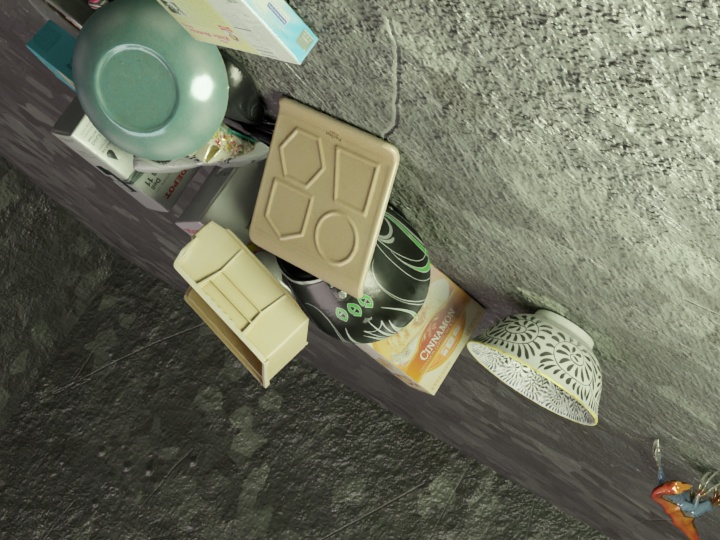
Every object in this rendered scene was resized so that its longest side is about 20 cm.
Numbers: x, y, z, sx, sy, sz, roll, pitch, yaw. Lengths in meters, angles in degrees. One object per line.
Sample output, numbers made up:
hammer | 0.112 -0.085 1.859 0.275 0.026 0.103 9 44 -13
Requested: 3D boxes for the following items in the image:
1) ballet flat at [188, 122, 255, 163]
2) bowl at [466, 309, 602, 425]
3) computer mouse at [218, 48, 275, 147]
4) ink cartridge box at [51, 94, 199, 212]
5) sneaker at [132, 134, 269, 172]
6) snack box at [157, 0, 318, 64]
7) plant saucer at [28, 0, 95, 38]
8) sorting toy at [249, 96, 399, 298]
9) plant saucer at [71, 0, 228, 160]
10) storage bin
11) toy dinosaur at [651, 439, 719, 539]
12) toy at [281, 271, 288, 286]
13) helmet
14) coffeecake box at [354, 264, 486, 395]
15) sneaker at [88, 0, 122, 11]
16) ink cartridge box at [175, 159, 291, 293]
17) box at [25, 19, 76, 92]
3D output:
ballet flat | -0.200 -0.172 1.628 0.076 0.064 0.200 32 -178 22
bowl | 0.251 0.114 1.704 0.201 0.094 0.201 33 170 7
computer mouse | -0.165 -0.212 1.602 0.138 0.053 0.200 31 169 19
ink cartridge box | -0.331 -0.201 1.898 0.200 0.147 0.083 40 167 -34
sneaker | -0.220 -0.198 1.757 0.200 0.115 0.075 -5 180 8
snack box | -0.144 -0.273 1.307 0.200 0.037 0.116 22 164 47
plant saucer | -0.350 -0.318 1.656 0.200 0.050 0.200 39 173 5
sorting toy | -0.043 -0.089 1.535 0.185 0.200 0.036 27 -154 31
plant saucer | -0.256 -0.219 1.501 0.201 0.201 0.039 34 -151 0
storage bin | -0.168 0.048 1.794 0.199 0.094 0.200 46 168 8
toy dinosaur | 0.500 0.363 1.958 0.105 0.200 0.181 3 -177 41
toy | -0.093 -0.044 1.779 0.047 0.200 0.115 -14 147 27
helmet | 0.000 0.000 1.676 0.200 0.200 0.191 22 164 47
coffeecake box | 0.063 0.062 1.868 0.200 0.154 0.073 39 168 -27
sneaker | -0.266 -0.274 1.569 0.081 0.075 0.200 25 165 40
ink cartridge box | -0.145 -0.071 1.917 0.200 0.146 0.147 38 168 -18
box | -0.343 -0.245 1.650 0.200 0.049 0.082 38 173 33
